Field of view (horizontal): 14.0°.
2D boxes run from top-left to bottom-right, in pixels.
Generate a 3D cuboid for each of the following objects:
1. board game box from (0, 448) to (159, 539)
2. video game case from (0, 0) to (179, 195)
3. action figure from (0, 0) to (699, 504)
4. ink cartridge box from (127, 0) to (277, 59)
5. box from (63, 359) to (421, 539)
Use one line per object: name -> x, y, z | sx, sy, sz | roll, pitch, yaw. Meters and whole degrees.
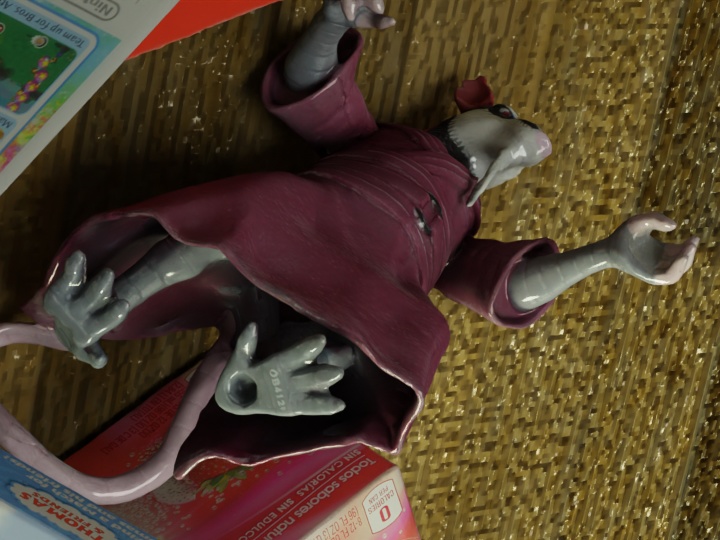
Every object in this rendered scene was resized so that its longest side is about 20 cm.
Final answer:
board game box -> -0.139, 0.106, 0.751 | 0.151, 0.200, 0.037 | -63, 173, 12
video game case -> -0.142, -0.081, 0.735 | 0.182, 0.024, 0.200 | -45, 139, 17
action figure -> 0.000, 0.000, 0.893 | 0.149, 0.134, 0.200 | -43, 178, 34
ink cartridge box -> -0.054, -0.139, 0.767 | 0.160, 0.047, 0.200 | -21, 127, -1
box -> -0.078, 0.132, 0.894 | 0.200, 0.095, 0.103 | -36, 132, -23
